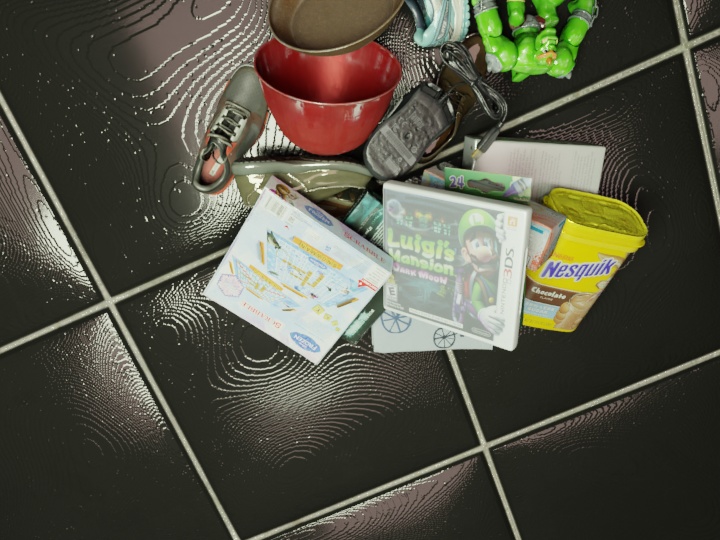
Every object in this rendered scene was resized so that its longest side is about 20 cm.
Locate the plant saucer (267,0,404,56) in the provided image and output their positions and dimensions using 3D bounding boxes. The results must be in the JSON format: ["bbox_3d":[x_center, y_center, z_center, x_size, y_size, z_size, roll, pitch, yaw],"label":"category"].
[{"bbox_3d":[-0.028,-0.352,0.756,0.195,0.204,0.037,-22,148,4],"label":"plant saucer"}]

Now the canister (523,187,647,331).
[{"bbox_3d":[0.307,-0.008,0.851,0.144,0.088,0.203,9,132,-10],"label":"canister"}]

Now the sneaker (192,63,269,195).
[{"bbox_3d":[-0.186,-0.196,0.819,0.075,0.082,0.204,23,104,-9],"label":"sneaker"}]

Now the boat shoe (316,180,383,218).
[{"bbox_3d":[-0.062,-0.111,0.861,0.194,0.077,0.075,10,137,-5],"label":"boat shoe"}]

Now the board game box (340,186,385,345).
[{"bbox_3d":[0.000,0.000,0.820,0.134,0.028,0.201,36,111,-15],"label":"board game box"}]

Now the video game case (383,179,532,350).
[{"bbox_3d":[0.114,-0.009,0.728,0.196,0.023,0.187,16,120,33],"label":"video game case"}]

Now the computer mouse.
[{"bbox_3d":[0.103,-0.189,0.774,0.139,0.046,0.201,38,101,-15],"label":"computer mouse"}]

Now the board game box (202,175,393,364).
[{"bbox_3d":[-0.088,0.008,0.779,0.197,0.042,0.200,33,121,-12],"label":"board game box"}]

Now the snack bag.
[{"bbox_3d":[0.107,0.034,0.855,0.193,0.022,0.194,-2,111,6],"label":"snack bag"}]

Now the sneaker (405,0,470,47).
[{"bbox_3d":[0.088,-0.402,0.757,0.085,0.077,0.205,-25,110,-21],"label":"sneaker"}]

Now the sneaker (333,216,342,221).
[{"bbox_3d":[-0.101,-0.030,0.866,0.196,0.080,0.072,-28,115,9],"label":"sneaker"}]

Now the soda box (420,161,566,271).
[{"bbox_3d":[0.175,-0.079,0.781,0.197,0.068,0.065,31,124,25],"label":"soda box"}]

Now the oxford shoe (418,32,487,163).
[{"bbox_3d":[0.134,-0.244,0.820,0.071,0.085,0.204,25,102,-7],"label":"oxford shoe"}]

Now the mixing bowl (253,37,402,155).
[{"bbox_3d":[-0.046,-0.232,0.778,0.193,0.204,0.110,4,136,-4],"label":"mixing bowl"}]

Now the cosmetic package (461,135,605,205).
[{"bbox_3d":[0.253,-0.144,0.857,0.193,0.072,0.105,3,108,-4],"label":"cosmetic package"}]

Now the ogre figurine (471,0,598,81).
[{"bbox_3d":[0.242,-0.335,0.796,0.196,0.097,0.124,-4,97,-37],"label":"ogre figurine"}]

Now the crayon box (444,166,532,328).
[{"bbox_3d":[0.151,-0.022,0.743,0.123,0.051,0.206,14,119,34],"label":"crayon box"}]

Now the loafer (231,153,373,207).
[{"bbox_3d":[-0.078,-0.120,0.784,0.193,0.075,0.072,-2,109,-11],"label":"loafer"}]
